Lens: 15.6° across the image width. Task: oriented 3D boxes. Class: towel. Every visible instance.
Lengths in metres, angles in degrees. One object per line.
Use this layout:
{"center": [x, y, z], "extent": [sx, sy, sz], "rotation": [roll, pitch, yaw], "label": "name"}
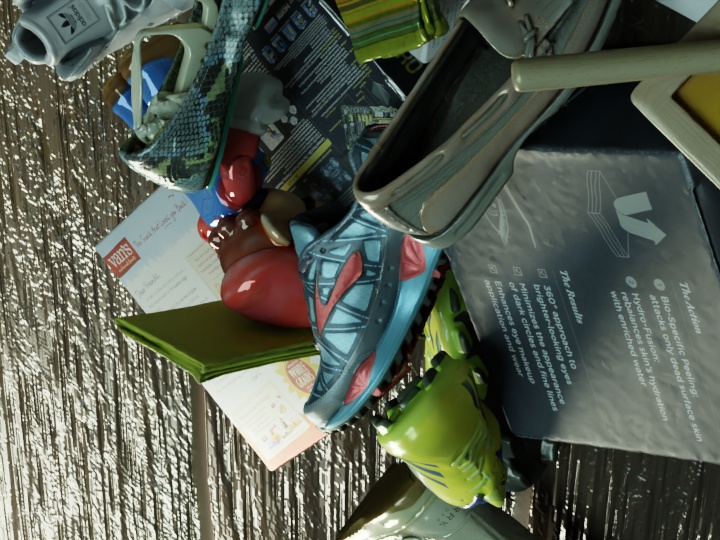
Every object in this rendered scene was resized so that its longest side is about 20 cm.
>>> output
{"center": [-0.019, -0.208, 1.411], "extent": [0.086, 0.018, 0.200], "rotation": [-14, 103, 60], "label": "towel"}
{"center": [-0.049, 0.035, 1.626], "extent": [0.086, 0.200, 0.018], "rotation": [24, 114, 42], "label": "towel"}

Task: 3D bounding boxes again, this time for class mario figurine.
{"center": [-0.067, -0.056, 1.608], "extent": [0.200, 0.106, 0.123], "rotation": [56, -174, 7], "label": "mario figurine"}

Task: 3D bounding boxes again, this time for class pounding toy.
{"center": [0.211, -0.087, 1.210], "extent": [0.200, 0.142, 0.184], "rotation": [45, 103, 8], "label": "pounding toy"}

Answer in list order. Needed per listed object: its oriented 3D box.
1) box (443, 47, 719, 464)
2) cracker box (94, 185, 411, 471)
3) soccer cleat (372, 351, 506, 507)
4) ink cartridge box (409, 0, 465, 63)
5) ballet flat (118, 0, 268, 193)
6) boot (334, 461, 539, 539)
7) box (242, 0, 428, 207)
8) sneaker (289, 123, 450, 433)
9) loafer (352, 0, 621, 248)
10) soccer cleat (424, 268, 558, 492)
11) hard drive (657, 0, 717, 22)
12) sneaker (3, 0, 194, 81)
{"center": [0.157, -0.010, 1.427], "extent": [0.200, 0.117, 0.197], "rotation": [6, 126, 46], "label": "box"}
{"center": [-0.074, 0.024, 1.759], "extent": [0.200, 0.058, 0.134], "rotation": [52, 144, -2], "label": "cracker box"}
{"center": [0.056, 0.098, 1.503], "extent": [0.084, 0.065, 0.200], "rotation": [47, 178, 8], "label": "soccer cleat"}
{"center": [0.004, -0.240, 1.428], "extent": [0.176, 0.045, 0.200], "rotation": [43, 146, 30], "label": "ink cartridge box"}
{"center": [-0.091, -0.143, 1.510], "extent": [0.074, 0.074, 0.200], "rotation": [21, 99, 35], "label": "ballet flat"}
{"center": [0.069, 0.193, 1.735], "extent": [0.155, 0.072, 0.200], "rotation": [36, 162, -3], "label": "boot"}
{"center": [-0.025, -0.097, 1.609], "extent": [0.161, 0.049, 0.200], "rotation": [51, 144, 3], "label": "box"}
{"center": [0.000, 0.000, 1.538], "extent": [0.095, 0.079, 0.200], "rotation": [27, 113, 7], "label": "sneaker"}
{"center": [0.067, -0.105, 1.349], "extent": [0.072, 0.063, 0.200], "rotation": [40, 103, 46], "label": "loafer"}
{"center": [0.061, 0.051, 1.631], "extent": [0.084, 0.065, 0.200], "rotation": [11, 129, 45], "label": "soccer cleat"}
{"center": [0.134, -0.212, 1.354], "extent": [0.200, 0.027, 0.132], "rotation": [32, 140, 24], "label": "hard drive"}
{"center": [-0.138, -0.172, 1.608], "extent": [0.200, 0.115, 0.075], "rotation": [-15, 109, 52], "label": "sneaker"}
